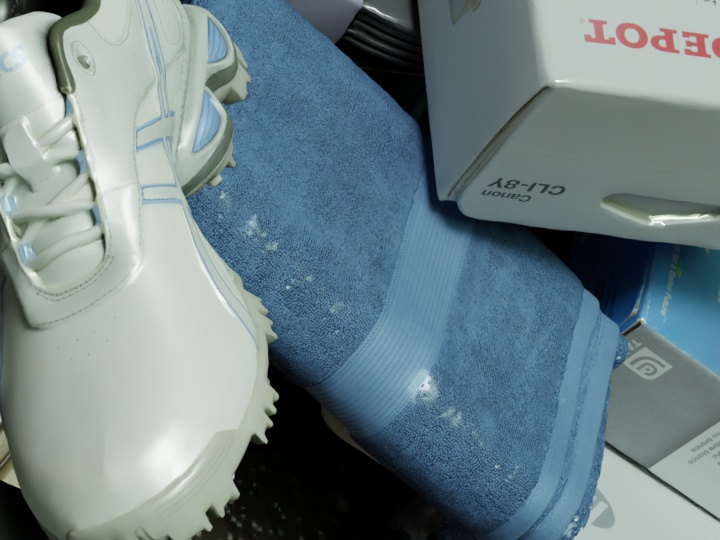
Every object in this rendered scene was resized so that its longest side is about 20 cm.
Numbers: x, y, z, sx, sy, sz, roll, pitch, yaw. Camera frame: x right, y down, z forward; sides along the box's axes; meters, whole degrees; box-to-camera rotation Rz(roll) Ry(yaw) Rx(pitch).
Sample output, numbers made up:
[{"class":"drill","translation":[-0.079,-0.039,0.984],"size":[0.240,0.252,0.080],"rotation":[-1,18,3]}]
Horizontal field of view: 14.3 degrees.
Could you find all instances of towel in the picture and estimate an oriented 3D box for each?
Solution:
[{"class":"towel","translation":[0.000,0.000,0.901],"size":[0.200,0.048,0.112],"rotation":[43,38,-21]}]

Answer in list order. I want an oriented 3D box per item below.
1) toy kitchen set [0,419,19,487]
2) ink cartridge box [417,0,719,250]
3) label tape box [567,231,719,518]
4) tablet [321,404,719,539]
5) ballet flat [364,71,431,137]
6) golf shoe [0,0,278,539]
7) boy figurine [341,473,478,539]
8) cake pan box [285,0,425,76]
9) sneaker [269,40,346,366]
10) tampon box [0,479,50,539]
[{"class":"toy kitchen set","translation":[-0.143,0.035,0.828],"size":[0.200,0.180,0.163],"rotation":[43,60,-6]},{"class":"ink cartridge box","translation":[0.096,-0.117,0.929],"size":[0.145,0.083,0.201],"rotation":[6,62,-21]},{"class":"label tape box","translation":[0.170,0.034,1.054],"size":[0.200,0.063,0.144],"rotation":[34,44,-16]},{"class":"tablet","translation":[0.073,0.071,0.990],"size":[0.200,0.014,0.130],"rotation":[34,24,-12]},{"class":"ballet flat","translation":[0.040,-0.091,1.043],"size":[0.068,0.068,0.200],"rotation":[33,61,-30]},{"class":"golf shoe","translation":[-0.077,-0.015,0.739],"size":[0.097,0.078,0.200],"rotation":[50,21,-41]},{"class":"boy figurine","translation":[0.082,0.141,0.991],"size":[0.200,0.064,0.125],"rotation":[37,52,-16]},{"class":"cake pan box","translation":[0.019,-0.154,0.996],"size":[0.184,0.052,0.201],"rotation":[5,62,-20]},{"class":"sneaker","translation":[-0.059,-0.038,0.972],"size":[0.091,0.076,0.200],"rotation":[16,58,-17]},{"class":"tampon box","translation":[-0.177,0.121,0.745],"size":[0.200,0.150,0.126],"rotation":[24,38,6]}]
